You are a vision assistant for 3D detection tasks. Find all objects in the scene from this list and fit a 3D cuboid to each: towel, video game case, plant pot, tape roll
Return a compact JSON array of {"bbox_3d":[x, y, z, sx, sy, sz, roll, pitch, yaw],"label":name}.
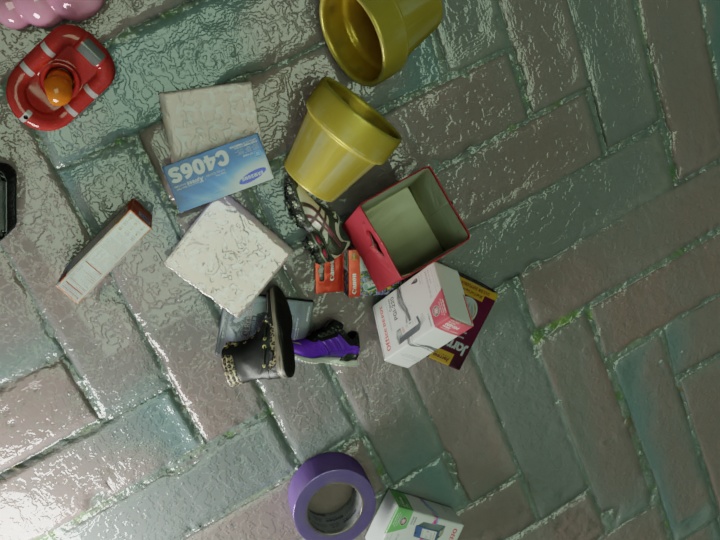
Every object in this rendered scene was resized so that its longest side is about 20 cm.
[{"bbox_3d":[-0.272,-0.031,1.450,0.200,0.032,0.192,40,88,-18],"label":"towel"},{"bbox_3d":[-0.210,0.125,1.534,0.198,0.019,0.145,7,102,-18],"label":"video game case"},{"bbox_3d":[-0.049,-0.250,1.397,0.200,0.201,0.189,32,109,-21],"label":"plant pot"},{"bbox_3d":[-0.292,-0.268,1.400,0.189,0.032,0.202,-12,108,-14],"label":"towel"},{"bbox_3d":[0.052,-0.491,1.356,0.188,0.200,0.202,-34,111,-22],"label":"plant pot"},{"bbox_3d":[-0.069,0.541,1.648,0.198,0.085,0.203,-4,106,-14],"label":"tape roll"}]

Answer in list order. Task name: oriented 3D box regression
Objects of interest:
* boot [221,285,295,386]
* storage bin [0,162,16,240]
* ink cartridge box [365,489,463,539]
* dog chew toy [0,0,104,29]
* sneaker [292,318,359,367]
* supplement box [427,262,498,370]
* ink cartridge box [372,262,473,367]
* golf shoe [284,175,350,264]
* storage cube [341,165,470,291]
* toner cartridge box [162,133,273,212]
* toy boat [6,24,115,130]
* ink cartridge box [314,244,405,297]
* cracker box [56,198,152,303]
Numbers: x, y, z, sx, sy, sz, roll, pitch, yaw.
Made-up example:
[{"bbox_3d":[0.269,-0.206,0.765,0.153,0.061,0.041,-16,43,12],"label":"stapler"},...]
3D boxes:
[{"bbox_3d":[-0.219,0.143,1.474,0.149,0.073,0.202,-17,69,19],"label":"boot"},{"bbox_3d":[-0.746,-0.131,1.273,0.198,0.094,0.137,2,104,-17],"label":"storage bin"},{"bbox_3d":[0.135,0.651,1.733,0.198,0.087,0.147,23,97,-22],"label":"ink cartridge box"},{"bbox_3d":[-0.556,-0.488,1.224,0.198,0.125,0.126,-21,109,-1],"label":"dog chew toy"},{"bbox_3d":[-0.084,0.154,1.545,0.198,0.069,0.101,12,92,-36],"label":"sneaker"},{"bbox_3d":[0.203,0.104,1.600,0.130,0.103,0.202,23,98,-21],"label":"supplement box"},{"bbox_3d":[0.130,0.098,1.507,0.084,0.147,0.200,19,135,-38],"label":"ink cartridge box"},{"bbox_3d":[-0.097,-0.114,1.475,0.088,0.077,0.202,-29,104,-19],"label":"golf shoe"},{"bbox_3d":[0.090,-0.081,1.442,0.199,0.180,0.172,-30,88,-18],"label":"storage cube"},{"bbox_3d":[-0.281,-0.194,1.378,0.198,0.043,0.096,-22,104,-10],"label":"toner cartridge box"},{"bbox_3d":[-0.539,-0.333,1.244,0.199,0.131,0.131,-39,124,10],"label":"toy boat"},{"bbox_3d":[0.000,0.000,1.543,0.198,0.050,0.110,-4,105,-16],"label":"ink cartridge box"},{"bbox_3d":[-0.491,-0.041,1.347,0.200,0.134,0.058,-45,112,0],"label":"cracker box"}]
